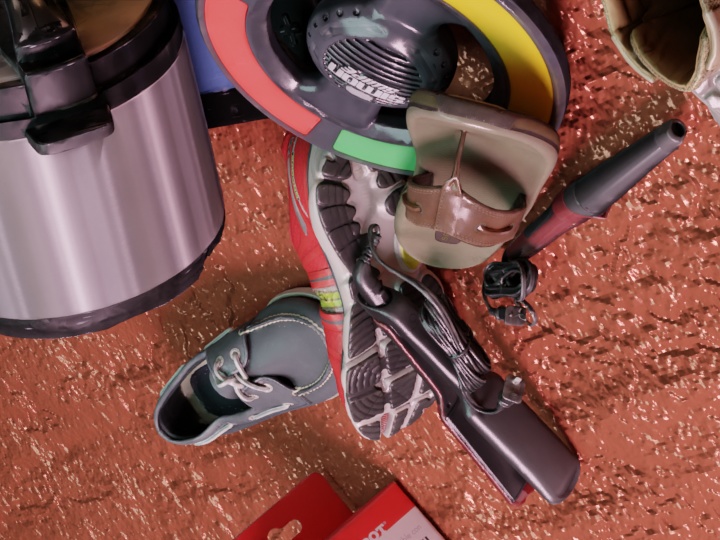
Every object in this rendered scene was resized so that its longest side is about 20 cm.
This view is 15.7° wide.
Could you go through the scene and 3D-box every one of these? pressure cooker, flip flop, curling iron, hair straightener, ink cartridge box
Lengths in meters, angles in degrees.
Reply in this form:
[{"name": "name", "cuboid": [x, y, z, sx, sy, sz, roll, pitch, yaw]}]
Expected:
[{"name": "pressure cooker", "cuboid": [-0.173, -0.087, 1.443, 0.175, 0.179, 0.201, 8, 126, 27]}, {"name": "flip flop", "cuboid": [0.051, -0.036, 1.345, 0.080, 0.058, 0.200, 16, 157, -1]}, {"name": "curling iron", "cuboid": [0.117, -0.026, 1.350, 0.200, 0.025, 0.050, -46, 46, 52]}, {"name": "hair straightener", "cuboid": [0.064, 0.052, 1.445, 0.077, 0.041, 0.201, -6, 126, 50]}, {"name": "ink cartridge box", "cuboid": [0.012, 0.217, 1.614, 0.200, 0.116, 0.067, 48, 146, 6]}]

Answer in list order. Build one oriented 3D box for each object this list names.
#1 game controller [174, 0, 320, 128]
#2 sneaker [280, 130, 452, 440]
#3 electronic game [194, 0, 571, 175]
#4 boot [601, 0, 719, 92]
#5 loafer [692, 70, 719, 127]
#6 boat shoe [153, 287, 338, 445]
[{"name": "game controller", "cuboid": [-0.079, -0.134, 1.475, 0.199, 0.042, 0.105, -6, 116, 51]}, {"name": "sneaker", "cuboid": [0.000, 0.000, 1.493, 0.085, 0.077, 0.201, 36, 142, 55]}, {"name": "electronic game", "cuboid": [0.010, -0.112, 1.329, 0.198, 0.042, 0.201, 15, 150, 9]}, {"name": "boot", "cuboid": [0.183, -0.104, 1.091, 0.073, 0.155, 0.201, -10, 112, 52]}, {"name": "loafer", "cuboid": [0.198, -0.071, 1.191, 0.070, 0.070, 0.200, -23, 118, 25]}, {"name": "boat shoe", "cuboid": [-0.065, 0.067, 1.619, 0.073, 0.062, 0.200, 56, 146, -5]}]
